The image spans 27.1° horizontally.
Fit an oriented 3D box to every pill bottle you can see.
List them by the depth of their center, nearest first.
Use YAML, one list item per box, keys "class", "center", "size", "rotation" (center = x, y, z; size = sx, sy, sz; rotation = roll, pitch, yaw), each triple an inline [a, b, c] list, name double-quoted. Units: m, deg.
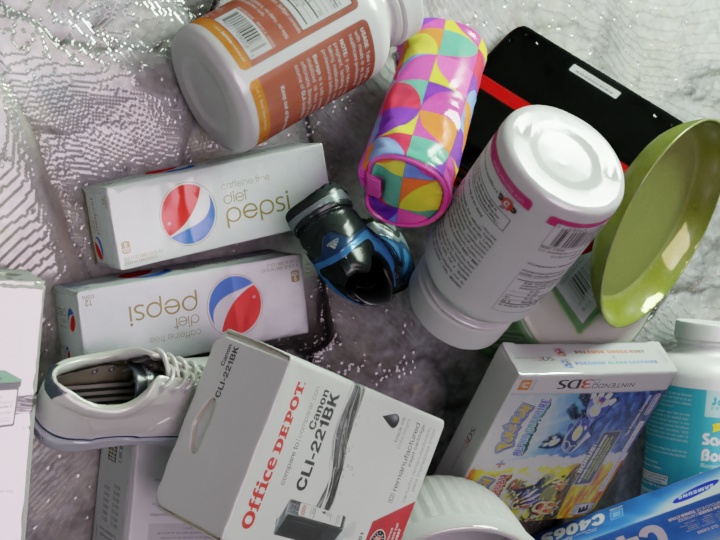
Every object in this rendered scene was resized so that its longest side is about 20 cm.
- class: "pill bottle"
  center: [0.121, -0.030, 1.231]
  size: [0.112, 0.201, 0.114]
  rotation: [16, 47, -18]
- class: "pill bottle"
  center: [-0.048, -0.190, 1.241]
  size: [0.199, 0.112, 0.113]
  rotation: [-32, 109, -24]
- class: "pill bottle"
  center: [0.340, 0.152, 1.492]
  size: [0.110, 0.110, 0.203]
  rotation: [2, 93, -29]

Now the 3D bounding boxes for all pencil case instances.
- class: "pencil case"
  center: [0.052, -0.129, 1.270]
  size: [0.088, 0.088, 0.201]
  rotation: [42, 40, -26]

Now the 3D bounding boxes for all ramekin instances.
- class: "ramekin"
  center: [0.065, 0.276, 1.316]
  size: [0.197, 0.105, 0.203]
  rotation: [-6, 118, -11]
- class: "ramekin"
  center: [0.185, -0.004, 1.397]
  size: [0.198, 0.097, 0.203]
  rotation: [-3, 95, -29]

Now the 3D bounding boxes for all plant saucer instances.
- class: "plant saucer"
  center: [0.258, -0.046, 1.315]
  size: [0.199, 0.031, 0.202]
  rotation: [-37, 143, -33]

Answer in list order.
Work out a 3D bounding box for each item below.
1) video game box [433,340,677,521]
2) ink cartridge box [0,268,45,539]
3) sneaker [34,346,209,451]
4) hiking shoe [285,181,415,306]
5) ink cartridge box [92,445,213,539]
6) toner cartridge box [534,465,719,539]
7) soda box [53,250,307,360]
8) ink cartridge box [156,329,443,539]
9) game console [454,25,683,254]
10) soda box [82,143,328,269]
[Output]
- class: "video game box"
  center: [0.172, 0.151, 1.375]
  size: [0.180, 0.047, 0.201]
  rotation: [2, 129, -27]
- class: "ink cartridge box"
  center: [-0.289, 0.101, 1.107]
  size: [0.083, 0.146, 0.203]
  rotation: [4, 92, -20]
- class: "sneaker"
  center: [-0.151, 0.094, 1.142]
  size: [0.198, 0.071, 0.074]
  rotation: [-9, 58, -29]
- class: "hiking shoe"
  center: [0.000, 0.000, 1.260]
  size: [0.074, 0.087, 0.200]
  rotation: [-32, 156, 13]
- class: "ink cartridge box"
  center: [-0.117, 0.202, 1.251]
  size: [0.198, 0.084, 0.178]
  rotation: [5, 92, -29]
- class: "toner cartridge box"
  center: [0.275, 0.268, 1.435]
  size: [0.198, 0.043, 0.096]
  rotation: [-24, 112, 17]
- class: "soda box"
  center: [-0.145, 0.032, 1.225]
  size: [0.198, 0.063, 0.069]
  rotation: [-10, 99, -28]
- class: "ink cartridge box"
  center: [-0.043, 0.149, 1.161]
  size: [0.199, 0.083, 0.146]
  rotation: [27, 83, -46]
- class: "game console"
  center: [0.168, -0.118, 1.343]
  size: [0.177, 0.199, 0.031]
  rotation: [-45, 157, -24]
- class: "soda box"
  center: [-0.125, -0.055, 1.237]
  size: [0.198, 0.063, 0.069]
  rotation: [-15, 101, -29]
